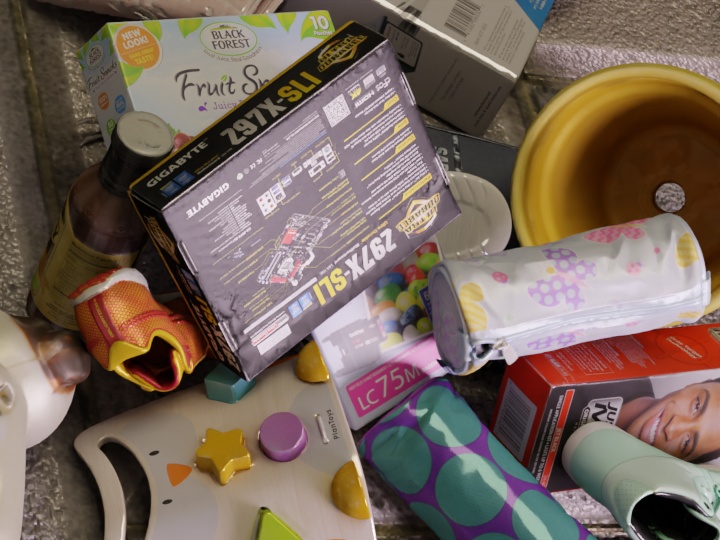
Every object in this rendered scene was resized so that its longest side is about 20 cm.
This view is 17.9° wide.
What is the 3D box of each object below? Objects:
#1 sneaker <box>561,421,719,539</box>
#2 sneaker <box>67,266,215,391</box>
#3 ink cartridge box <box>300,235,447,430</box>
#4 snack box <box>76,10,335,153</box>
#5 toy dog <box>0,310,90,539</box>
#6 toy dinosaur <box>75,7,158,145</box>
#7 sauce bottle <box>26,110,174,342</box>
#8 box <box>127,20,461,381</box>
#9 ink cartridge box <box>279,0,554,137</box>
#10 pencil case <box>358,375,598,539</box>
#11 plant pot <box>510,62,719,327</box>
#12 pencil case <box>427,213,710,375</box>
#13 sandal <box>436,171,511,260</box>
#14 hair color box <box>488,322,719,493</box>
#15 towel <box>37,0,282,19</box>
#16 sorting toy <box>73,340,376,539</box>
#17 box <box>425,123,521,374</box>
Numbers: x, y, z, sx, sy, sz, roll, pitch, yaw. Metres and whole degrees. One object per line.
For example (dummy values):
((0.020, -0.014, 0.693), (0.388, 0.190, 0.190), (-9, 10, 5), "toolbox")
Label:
((0.244, 0.186, 1.649), (0.200, 0.074, 0.118), (24, 14, -28), "sneaker")
((-0.140, 0.052, 1.565), (0.077, 0.073, 0.200), (67, 17, 13), "sneaker")
((0.000, 0.000, 1.639), (0.119, 0.042, 0.200), (-31, 110, -19), "ink cartridge box")
((-0.092, -0.112, 1.657), (0.200, 0.053, 0.142), (-9, 73, -39), "snack box")
((-0.251, 0.104, 1.463), (0.194, 0.140, 0.200), (37, 45, -13), "toy dog")
((-0.145, -0.102, 1.750), (0.200, 0.105, 0.182), (48, 26, -33), "toy dinosaur")
((-0.174, -0.030, 1.564), (0.065, 0.200, 0.065), (15, 46, -16), "sauce bottle")
((-0.040, -0.047, 1.538), (0.200, 0.160, 0.049), (-39, 41, -17), "box")
((0.050, -0.225, 1.915), (0.200, 0.086, 0.146), (28, 46, -2), "ink cartridge box")
((0.092, 0.168, 1.620), (0.200, 0.085, 0.092), (46, 10, 14), "pencil case")
((0.233, -0.058, 1.789), (0.201, 0.201, 0.189), (44, 12, 11), "plant pot")
((0.147, 0.016, 1.632), (0.200, 0.083, 0.091), (-13, 17, -17), "pencil case")
((0.020, -0.030, 1.695), (0.202, 0.083, 0.050), (-12, 17, -28), "sandal")
((0.198, 0.102, 1.709), (0.200, 0.102, 0.061), (-5, 33, -30), "hair color box")
((-0.132, -0.249, 1.816), (0.200, 0.032, 0.191), (11, 38, 25), "towel")
((-0.096, 0.143, 1.554), (0.180, 0.107, 0.200), (-12, 59, -12), "sorting toy")
((0.057, -0.024, 1.779), (0.158, 0.051, 0.200), (14, 51, -17), "box")
